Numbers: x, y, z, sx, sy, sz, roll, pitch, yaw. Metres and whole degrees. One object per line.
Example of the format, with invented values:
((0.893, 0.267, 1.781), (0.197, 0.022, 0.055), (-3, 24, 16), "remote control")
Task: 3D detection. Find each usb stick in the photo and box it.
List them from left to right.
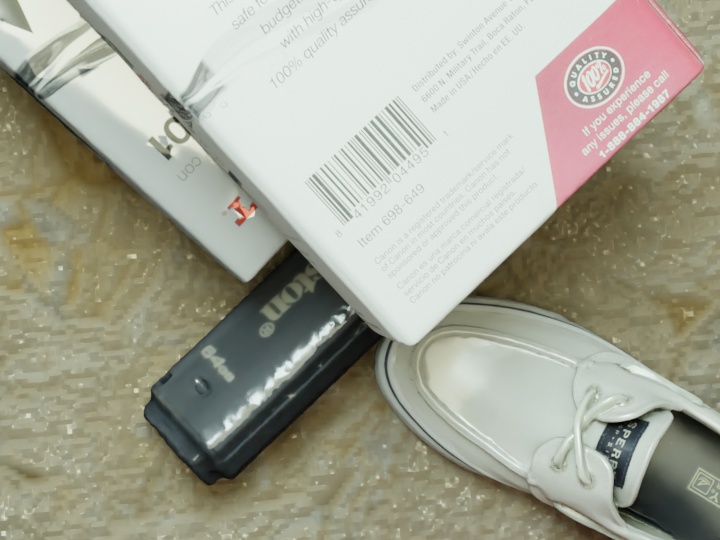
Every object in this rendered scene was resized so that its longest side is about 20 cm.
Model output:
((0.000, 0.000, 0.975), (0.200, 0.033, 0.055), (-44, 55, -3), "usb stick")

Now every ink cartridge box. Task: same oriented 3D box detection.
((-0.070, -0.116, 0.939), (0.200, 0.086, 0.146), (43, 87, -10), "ink cartridge box")
((-0.006, -0.097, 0.866), (0.146, 0.085, 0.200), (-43, 103, -4), "ink cartridge box")

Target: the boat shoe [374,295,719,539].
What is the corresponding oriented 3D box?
((0.099, 0.069, 0.965), (0.200, 0.066, 0.072), (31, 87, -1), "boat shoe")
